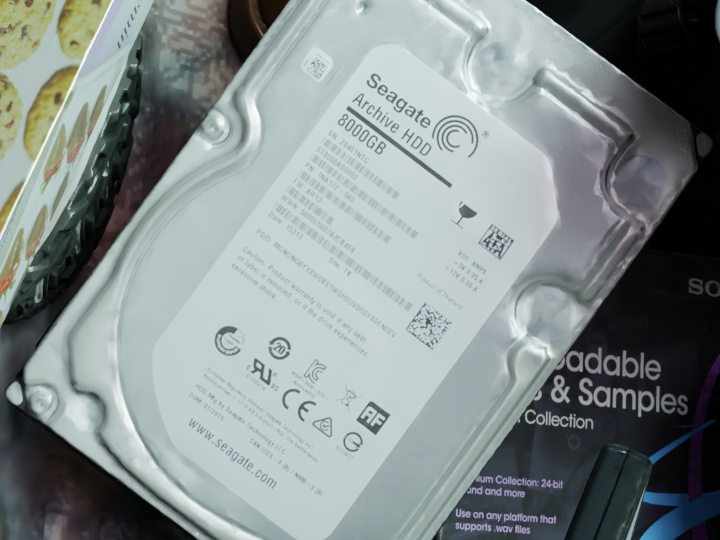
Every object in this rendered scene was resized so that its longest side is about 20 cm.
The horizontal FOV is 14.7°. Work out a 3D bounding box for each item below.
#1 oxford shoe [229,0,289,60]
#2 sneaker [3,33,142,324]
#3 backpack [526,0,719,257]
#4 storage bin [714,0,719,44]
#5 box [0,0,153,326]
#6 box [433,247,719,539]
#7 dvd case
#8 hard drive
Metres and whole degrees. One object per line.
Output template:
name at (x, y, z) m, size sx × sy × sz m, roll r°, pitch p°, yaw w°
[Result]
oxford shoe at (0.018, -0.157, 1.005) m, size 0.071 × 0.071 × 0.201 m, roll 29°, pitch 59°, yaw -18°
sneaker at (-0.107, -0.078, 0.909) m, size 0.079 × 0.074 × 0.201 m, roll 9°, pitch 69°, yaw -4°
backpack at (0.143, -0.070, 1.000) m, size 0.200 × 0.163 × 0.154 m, roll 33°, pitch 38°, yaw -26°
storage bin at (0.196, -0.080, 0.870) m, size 0.145 × 0.135 × 0.200 m, roll 24°, pitch 63°, yaw 23°
box at (-0.095, -0.068, 0.847) m, size 0.041 × 0.039 × 0.201 m, roll 21°, pitch 72°, yaw 10°
box at (0.076, 0.089, 0.947) m, size 0.142 × 0.036 × 0.202 m, roll 6°, pitch 80°, yaw -32°
dvd case at (0.040, 0.161, 0.782) m, size 0.017 × 0.201 × 0.143 m, roll 19°, pitch 49°, yaw 10°
hard drive at (0.000, 0.000, 0.883) m, size 0.139 × 0.038 × 0.200 m, roll 37°, pitch 87°, yaw 0°
